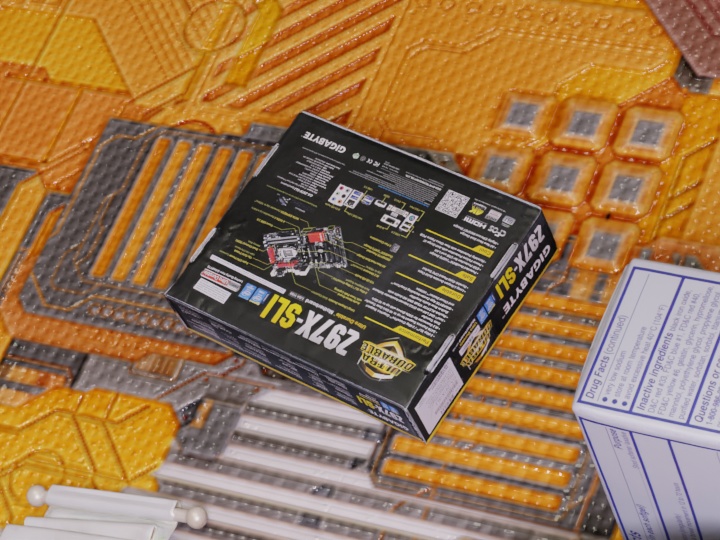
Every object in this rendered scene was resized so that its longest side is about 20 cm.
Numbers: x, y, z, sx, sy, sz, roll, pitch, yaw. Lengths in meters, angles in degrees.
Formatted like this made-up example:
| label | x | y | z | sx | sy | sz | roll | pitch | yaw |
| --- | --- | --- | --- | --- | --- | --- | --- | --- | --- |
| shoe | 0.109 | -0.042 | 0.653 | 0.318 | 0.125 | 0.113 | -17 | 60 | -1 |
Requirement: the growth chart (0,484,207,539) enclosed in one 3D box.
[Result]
| label | x | y | z | sx | sy | sz | roll | pitch | yaw |
| --- | --- | --- | --- | --- | --- | --- | --- | --- | --- |
| growth chart | -0.184 | 0.215 | 1.497 | 0.144 | 0.018 | 0.201 | 13 | 62 | 27 |

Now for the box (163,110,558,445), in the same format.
| label | x | y | z | sx | sy | sz | roll | pitch | yaw |
| --- | --- | --- | --- | --- | --- | --- | --- | --- | --- |
| box | 0.000 | 0.000 | 1.564 | 0.199 | 0.049 | 0.160 | 23 | 69 | 31 |

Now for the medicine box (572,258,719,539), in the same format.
| label | x | y | z | sx | sy | sz | roll | pitch | yaw |
| --- | --- | --- | --- | --- | --- | --- | --- | --- | --- |
| medicine box | 0.233 | 0.099 | 1.323 | 0.199 | 0.183 | 0.103 | 12 | 60 | 26 |
